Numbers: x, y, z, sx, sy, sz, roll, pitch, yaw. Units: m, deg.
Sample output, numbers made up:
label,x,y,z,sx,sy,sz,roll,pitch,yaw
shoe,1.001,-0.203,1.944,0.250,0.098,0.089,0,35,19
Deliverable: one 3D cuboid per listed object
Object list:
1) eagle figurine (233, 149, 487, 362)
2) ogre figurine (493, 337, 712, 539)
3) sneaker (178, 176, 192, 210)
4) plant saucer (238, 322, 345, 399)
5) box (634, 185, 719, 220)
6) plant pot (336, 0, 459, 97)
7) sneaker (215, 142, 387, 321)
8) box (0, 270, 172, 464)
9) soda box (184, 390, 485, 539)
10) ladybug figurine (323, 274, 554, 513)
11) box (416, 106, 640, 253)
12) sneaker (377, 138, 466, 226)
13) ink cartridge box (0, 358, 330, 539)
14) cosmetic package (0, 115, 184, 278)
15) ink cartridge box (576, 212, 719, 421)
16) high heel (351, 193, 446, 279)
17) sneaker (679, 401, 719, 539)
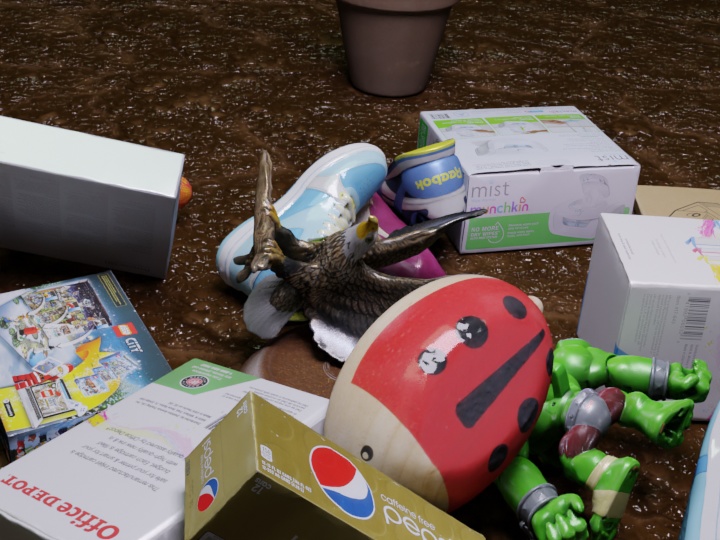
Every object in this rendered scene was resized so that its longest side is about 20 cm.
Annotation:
label,x,y,z,sx,sy,sz,roll,pitch,yaw
eagle figurine,0.003,-0.001,0.876,0.197,0.155,0.151,15,-1,-18
ogre figurine,0.162,0.113,0.789,0.119,0.099,0.201,27,70,36
sneaker,-0.266,-0.055,1.091,0.196,0.074,0.078,-12,53,-18
plant saucer,-0.011,0.092,0.876,0.196,0.037,0.201,3,29,-1
box,0.387,-0.039,1.170,0.160,0.022,0.201,6,30,2
plant pot,0.044,-0.348,1.517,0.196,0.178,0.201,3,30,-2
sneaker,-0.026,-0.027,1.006,0.199,0.080,0.130,-41,48,-11
box,-0.239,0.075,0.874,0.134,0.038,0.200,-12,33,-25
soda box,-0.006,0.156,0.622,0.199,0.064,0.068,37,20,-27
ladybug figurine,0.062,0.080,0.708,0.200,0.136,0.072,-45,15,-26
box,0.178,-0.107,1.189,0.196,0.098,0.177,-4,31,-15
sneaker,0.062,-0.075,1.111,0.073,0.084,0.200,-20,-2,-7
ink cartridge box,-0.124,0.147,0.691,0.143,0.086,0.199,11,28,38
cosmetic package,-0.264,-0.065,0.971,0.196,0.151,0.052,11,58,-9
ink cartridge box,0.300,0.041,0.911,0.196,0.131,0.126,4,29,-2
high heel,0.035,-0.026,1.086,0.095,0.068,0.200,30,8,-19
sneaker,0.285,0.171,0.720,0.128,0.081,0.201,13,40,19
